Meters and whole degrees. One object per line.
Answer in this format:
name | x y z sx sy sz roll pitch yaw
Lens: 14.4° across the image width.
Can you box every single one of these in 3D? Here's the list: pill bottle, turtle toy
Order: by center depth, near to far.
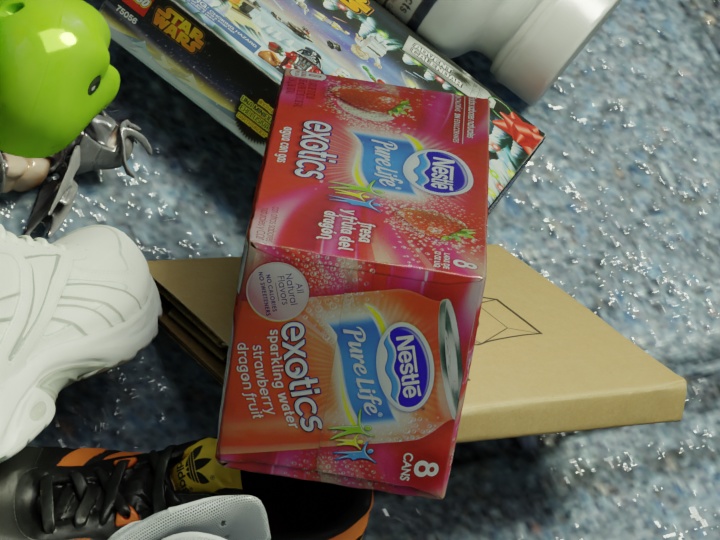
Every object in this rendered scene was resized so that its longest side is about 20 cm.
turtle toy | -0.193 -0.076 1.126 0.199 0.146 0.102 -19 79 -22
pill bottle | 0.036 -0.178 1.427 0.200 0.111 0.111 40 46 2

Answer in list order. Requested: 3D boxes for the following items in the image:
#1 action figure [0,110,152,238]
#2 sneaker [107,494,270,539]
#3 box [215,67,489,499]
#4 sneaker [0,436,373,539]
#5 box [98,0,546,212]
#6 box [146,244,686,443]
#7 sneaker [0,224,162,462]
action figure | -0.181 -0.091 1.266 0.199 0.069 0.130 25 38 -17
sneaker | -0.038 0.151 1.133 0.199 0.115 0.075 11 53 -23
box | 0.000 0.000 1.169 0.095 0.100 0.200 9 23 -1
sneaker | -0.089 0.093 1.164 0.199 0.090 0.070 9 53 -25
box | -0.016 -0.090 1.354 0.200 0.040 0.137 38 28 1
box | 0.022 0.032 1.266 0.199 0.021 0.163 -3 25 -32
sneaker | -0.146 0.009 1.163 0.100 0.078 0.200 68 24 -14
